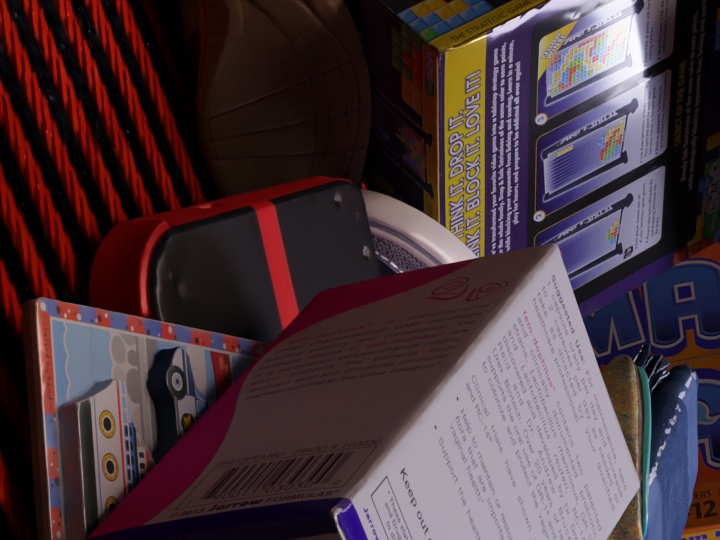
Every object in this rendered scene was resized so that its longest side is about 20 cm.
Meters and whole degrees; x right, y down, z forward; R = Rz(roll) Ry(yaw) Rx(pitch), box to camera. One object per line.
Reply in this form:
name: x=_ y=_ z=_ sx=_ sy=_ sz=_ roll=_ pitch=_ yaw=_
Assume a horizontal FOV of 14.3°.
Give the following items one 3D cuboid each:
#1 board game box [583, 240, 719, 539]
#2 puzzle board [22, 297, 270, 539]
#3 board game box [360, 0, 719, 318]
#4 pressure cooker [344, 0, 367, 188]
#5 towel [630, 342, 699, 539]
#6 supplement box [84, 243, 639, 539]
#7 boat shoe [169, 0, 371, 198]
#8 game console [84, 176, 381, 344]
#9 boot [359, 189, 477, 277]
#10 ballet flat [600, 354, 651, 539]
board game box: x=0.214 y=0.086 z=1.718 sx=0.200 sy=0.199 sz=0.201 roll=49 pitch=32 yaw=-63
puzzle board: x=-0.055 y=0.115 z=0.947 sx=0.151 sy=0.017 sz=0.201 roll=15 pitch=66 yaw=-59
board game box: x=0.082 y=-0.063 z=1.206 sx=0.057 sy=0.165 sz=0.201 roll=45 pitch=-29 yaw=36
pressure cooker: x=0.051 y=-0.130 z=1.306 sx=0.200 sy=0.178 sz=0.177 roll=60 pitch=25 yaw=-54
towel: x=0.119 y=0.143 z=1.399 sx=0.112 sy=0.048 sz=0.200 roll=82 pitch=25 yaw=-46
supplement box: x=0.005 y=0.081 z=0.947 sx=0.200 sy=0.101 sz=0.104 roll=-48 pitch=121 yaw=-55
boat shoe: x=-0.041 y=-0.108 z=1.146 sx=0.065 sy=0.072 sz=0.201 roll=-108 pitch=-176 yaw=-59
game console: x=-0.029 y=0.071 z=1.060 sx=0.177 sy=0.031 sz=0.201 roll=-17 pitch=96 yaw=-62
boot: x=0.031 y=0.065 z=1.170 sx=0.200 sy=0.073 sz=0.090 roll=53 pitch=44 yaw=-27
ballet flat: x=0.103 y=0.128 z=1.293 sx=0.071 sy=0.070 sz=0.201 roll=54 pitch=30 yaw=-59
